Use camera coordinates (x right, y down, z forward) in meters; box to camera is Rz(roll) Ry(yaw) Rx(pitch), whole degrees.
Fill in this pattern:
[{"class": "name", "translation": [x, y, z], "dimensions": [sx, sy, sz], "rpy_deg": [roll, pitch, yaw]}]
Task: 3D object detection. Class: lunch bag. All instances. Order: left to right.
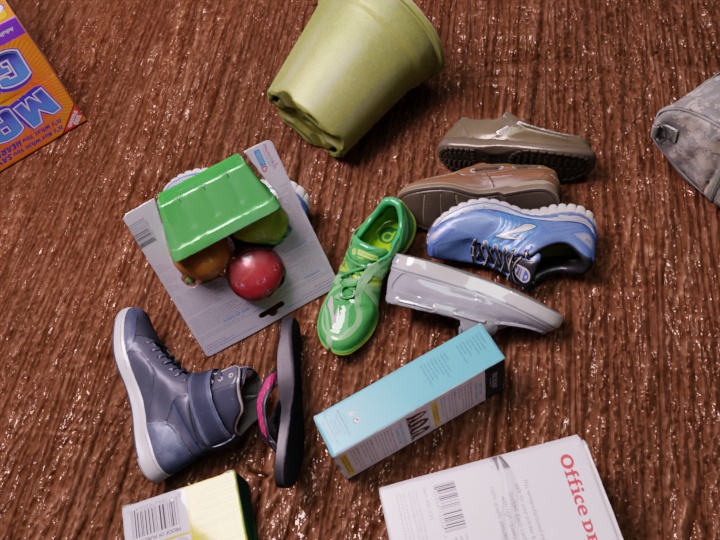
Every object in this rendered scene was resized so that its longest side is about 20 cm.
[{"class": "lunch bag", "translation": [0.461, -0.173, 0.818], "dimensions": [0.199, 0.140, 0.168], "rpy_deg": [-34, 60, -11]}]

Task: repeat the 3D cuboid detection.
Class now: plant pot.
[{"class": "plant pot", "translation": [-0.020, -0.261, 0.945], "dimensions": [0.200, 0.200, 0.185], "rpy_deg": [33, 82, 26]}]

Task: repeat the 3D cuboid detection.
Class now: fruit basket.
[{"class": "fruit basket", "translation": [-0.143, -0.023, 0.824], "dimensions": [0.184, 0.201, 0.094], "rpy_deg": [-29, 31, -6]}]

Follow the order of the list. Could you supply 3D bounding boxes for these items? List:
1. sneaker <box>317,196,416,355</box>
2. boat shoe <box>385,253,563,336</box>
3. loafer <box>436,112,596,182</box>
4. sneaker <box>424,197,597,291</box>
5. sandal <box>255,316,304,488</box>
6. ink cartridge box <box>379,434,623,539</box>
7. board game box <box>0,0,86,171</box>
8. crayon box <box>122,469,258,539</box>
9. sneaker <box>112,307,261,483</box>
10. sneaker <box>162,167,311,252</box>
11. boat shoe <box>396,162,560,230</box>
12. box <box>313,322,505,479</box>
[{"class": "sneaker", "translation": [0.000, 0.000, 0.828], "dimensions": [0.073, 0.084, 0.202], "rpy_deg": [18, 72, 21]}, {"class": "boat shoe", "translation": [0.123, 0.042, 0.798], "dimensions": [0.199, 0.070, 0.072], "rpy_deg": [19, 96, 5]}, {"class": "loafer", "translation": [0.197, -0.161, 0.896], "dimensions": [0.198, 0.076, 0.068], "rpy_deg": [9, 68, 15]}, {"class": "sneaker", "translation": [0.172, -0.028, 0.815], "dimensions": [0.197, 0.079, 0.090], "rpy_deg": [-1, 48, 10]}, {"class": "sandal", "translation": [-0.088, 0.142, 0.773], "dimensions": [0.044, 0.075, 0.202], "rpy_deg": [-6, 51, 3]}, {"class": "ink cartridge box", "translation": [0.131, 0.256, 0.657], "dimensions": [0.198, 0.083, 0.148], "rpy_deg": [-15, 59, 2]}, {"class": "board game box", "translation": [-0.568, -0.292, 1.039], "dimensions": [0.199, 0.201, 0.200], "rpy_deg": [-34, 59, -11]}, {"class": "crayon box", "translation": [-0.158, 0.315, 0.693], "dimensions": [0.126, 0.051, 0.202], "rpy_deg": [-17, 58, 0]}, {"class": "sneaker", "translation": [-0.191, 0.112, 0.796], "dimensions": [0.145, 0.077, 0.204], "rpy_deg": [-26, 68, 8]}, {"class": "sneaker", "translation": [-0.167, -0.071, 0.899], "dimensions": [0.197, 0.079, 0.090], "rpy_deg": [5, 58, 13]}, {"class": "boat shoe", "translation": [0.144, -0.093, 0.876], "dimensions": [0.197, 0.072, 0.068], "rpy_deg": [2, 42, 13]}, {"class": "box", "translation": [0.054, 0.137, 0.742], "dimensions": [0.199, 0.083, 0.049], "rpy_deg": [-28, 58, -7]}]
